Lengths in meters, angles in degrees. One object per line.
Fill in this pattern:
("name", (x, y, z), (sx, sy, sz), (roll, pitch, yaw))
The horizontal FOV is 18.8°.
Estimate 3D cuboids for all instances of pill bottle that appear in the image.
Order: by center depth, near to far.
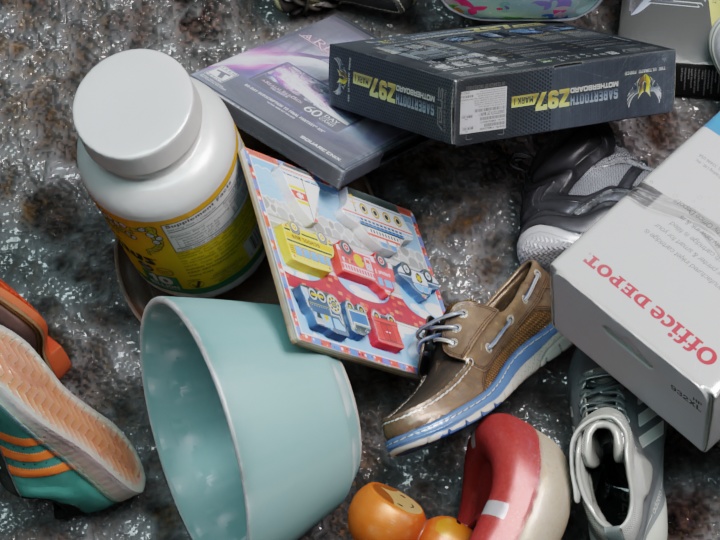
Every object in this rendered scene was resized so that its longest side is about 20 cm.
("pill bottle", (-0.133, -0.068, 1.522), (0.112, 0.200, 0.113), (-4, 65, 9))

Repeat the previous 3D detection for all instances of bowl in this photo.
("bowl", (-0.069, 0.103, 1.495), (0.104, 0.201, 0.202), (-15, 62, -21))

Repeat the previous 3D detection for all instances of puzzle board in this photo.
("puzzle board", (0.000, 0.000, 1.523), (0.017, 0.200, 0.151), (-31, 61, 28))

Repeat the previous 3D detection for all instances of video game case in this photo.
("video game case", (-0.017, -0.129, 1.606), (0.142, 0.019, 0.200), (32, 34, 20))

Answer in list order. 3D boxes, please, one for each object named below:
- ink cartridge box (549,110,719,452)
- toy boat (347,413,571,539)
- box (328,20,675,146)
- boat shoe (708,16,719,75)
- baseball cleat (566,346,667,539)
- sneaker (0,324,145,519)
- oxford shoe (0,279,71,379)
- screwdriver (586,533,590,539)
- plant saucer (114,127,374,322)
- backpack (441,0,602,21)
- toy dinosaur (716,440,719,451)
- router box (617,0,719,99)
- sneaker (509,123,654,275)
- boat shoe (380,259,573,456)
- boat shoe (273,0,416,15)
("ink cartridge box", (0.244, -0.002, 1.449), (0.200, 0.084, 0.145), (-40, 63, -19))
("toy boat", (0.052, 0.182, 1.449), (0.130, 0.131, 0.201), (29, 70, -2))
("box", (0.100, -0.137, 1.554), (0.199, 0.051, 0.157), (-10, 20, -33))
("boat shoe", (0.328, -0.111, 1.555), (0.201, 0.072, 0.070), (45, 106, 3))
("baseball cleat", (0.173, 0.103, 1.471), (0.069, 0.107, 0.201), (-15, 49, 10))
("sneaker", (-0.235, 0.112, 1.499), (0.080, 0.200, 0.072), (-29, 40, 15))
("oxford shoe", (-0.261, 0.050, 1.523), (0.071, 0.200, 0.073), (35, 76, 26))
("screwdriver", (0.198, 0.126, 1.525), (0.029, 0.028, 0.201), (29, 68, -11))
("plant saucer", (-0.083, -0.018, 1.623), (0.199, 0.035, 0.201), (-3, 66, 6))
("backpack", (0.120, -0.269, 1.621), (0.176, 0.200, 0.151), (0, 69, 2))
("toy dinosaur", (0.258, 0.087, 1.502), (0.077, 0.102, 0.201), (-14, 56, -4))
("router box", (0.281, -0.228, 1.660), (0.156, 0.052, 0.201), (6, 66, 10))
("sneaker", (0.205, -0.066, 1.583), (0.199, 0.076, 0.114), (-10, 64, 3))
("boat shoe", (0.073, 0.059, 1.508), (0.200, 0.072, 0.073), (-35, 96, -43))
("boat shoe", (-0.049, -0.230, 1.699), (0.200, 0.072, 0.066), (23, 76, 22))
